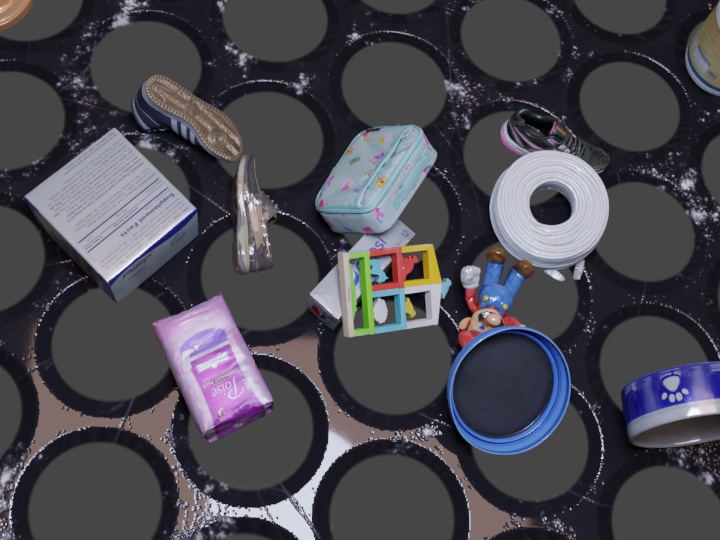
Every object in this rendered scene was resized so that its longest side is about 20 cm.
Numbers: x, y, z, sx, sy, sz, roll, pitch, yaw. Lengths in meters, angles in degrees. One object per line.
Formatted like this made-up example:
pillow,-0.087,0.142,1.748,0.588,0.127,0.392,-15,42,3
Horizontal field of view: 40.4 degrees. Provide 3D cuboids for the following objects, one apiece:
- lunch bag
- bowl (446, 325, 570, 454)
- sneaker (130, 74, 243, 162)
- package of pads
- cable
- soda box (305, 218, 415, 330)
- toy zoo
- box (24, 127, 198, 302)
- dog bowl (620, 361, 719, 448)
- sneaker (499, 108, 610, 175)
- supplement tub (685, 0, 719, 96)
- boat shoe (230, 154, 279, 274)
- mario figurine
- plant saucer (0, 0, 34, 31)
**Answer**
lunch bag,0.029,-0.153,1.597,0.077,0.160,0.201,49,61,-33
bowl,0.225,0.182,1.507,0.198,0.039,0.203,-2,100,-13
sneaker,-0.296,-0.245,1.650,0.199,0.108,0.071,37,62,-25
package of pads,-0.225,0.147,1.493,0.120,0.076,0.201,-24,73,-13
cable,0.317,-0.103,1.649,0.199,0.069,0.201,25,78,6
soda box,0.000,0.000,1.583,0.063,0.068,0.200,40,70,7
toy zoo,0.058,0.029,1.554,0.198,0.020,0.133,-7,95,-30
box,-0.388,-0.086,1.548,0.200,0.105,0.184,44,69,11
dog bowl,0.502,0.208,1.494,0.198,0.200,0.080,-3,66,-8
sneaker,0.342,-0.220,1.704,0.198,0.086,0.081,19,69,0
supplement tub,0.690,-0.422,1.767,0.143,0.200,0.146,2,68,-6
boat shoe,-0.173,-0.090,1.602,0.073,0.074,0.202,2,77,-17
mario figurine,0.220,0.055,1.566,0.122,0.106,0.201,3,54,31
plant saucer,-0.671,-0.505,1.717,0.198,0.032,0.202,3,68,-7
